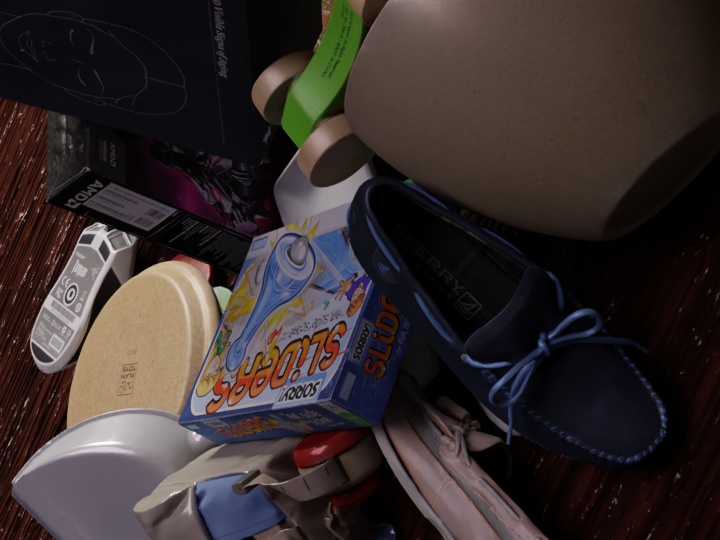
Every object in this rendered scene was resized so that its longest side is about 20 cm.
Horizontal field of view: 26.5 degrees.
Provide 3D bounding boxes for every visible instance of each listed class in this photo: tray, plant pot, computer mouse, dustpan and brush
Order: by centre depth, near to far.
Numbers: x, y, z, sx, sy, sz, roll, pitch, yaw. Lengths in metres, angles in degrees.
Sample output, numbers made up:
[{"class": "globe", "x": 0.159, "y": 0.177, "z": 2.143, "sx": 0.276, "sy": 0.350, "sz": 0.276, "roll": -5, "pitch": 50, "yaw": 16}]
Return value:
[{"class": "plant pot", "x": 0.110, "y": -0.093, "z": 0.772, "sx": 0.134, "sy": 0.200, "sz": 0.200, "roll": 49, "pitch": 117, "yaw": 19}, {"class": "tray", "x": 0.000, "y": 0.000, "z": 0.956, "sx": 0.107, "sy": 0.022, "sz": 0.200, "roll": -49, "pitch": 51, "yaw": 45}, {"class": "dustpan and brush", "x": -0.123, "y": 0.131, "z": 1.026, "sx": 0.200, "sy": 0.140, "sz": 0.057, "roll": -39, "pitch": 9, "yaw": 31}, {"class": "computer mouse", "x": -0.205, "y": -0.004, "z": 1.248, "sx": 0.110, "sy": 0.044, "sz": 0.200, "roll": 31, "pitch": 94, "yaw": 49}]

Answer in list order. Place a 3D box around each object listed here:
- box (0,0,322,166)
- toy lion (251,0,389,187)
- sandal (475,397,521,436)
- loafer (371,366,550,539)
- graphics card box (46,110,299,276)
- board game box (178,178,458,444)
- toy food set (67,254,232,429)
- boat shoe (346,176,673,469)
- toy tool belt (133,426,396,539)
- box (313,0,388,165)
[{"class": "box", "x": -0.133, "y": -0.184, "z": 0.873, "sx": 0.200, "sy": 0.196, "sz": 0.124, "roll": 92, "pitch": -162, "yaw": -58}, {"class": "toy lion", "x": 0.044, "y": -0.137, "z": 0.841, "sx": 0.069, "sy": 0.192, "sz": 0.200, "roll": 53, "pitch": 148, "yaw": 23}, {"class": "sandal", "x": 0.067, "y": 0.008, "z": 0.872, "sx": 0.050, "sy": 0.083, "sz": 0.203, "roll": -19, "pitch": 42, "yaw": -7}, {"class": "loafer", "x": 0.068, "y": 0.122, "z": 0.819, "sx": 0.063, "sy": 0.072, "sz": 0.200, "roll": -40, "pitch": 51, "yaw": 12}, {"class": "graphics card box", "x": -0.115, "y": -0.074, "z": 1.024, "sx": 0.051, "sy": 0.200, "sz": 0.126, "roll": -30, "pitch": 51, "yaw": 37}, {"class": "board game box", "x": -0.029, "y": 0.030, "z": 0.892, "sx": 0.200, "sy": 0.034, "sz": 0.135, "roll": -18, "pitch": 48, "yaw": 58}, {"class": "toy food set", "x": -0.152, "y": 0.084, "z": 1.130, "sx": 0.200, "sy": 0.049, "sz": 0.198, "roll": -31, "pitch": 52, "yaw": 42}, {"class": "boat shoe", "x": 0.067, "y": 0.030, "z": 0.760, "sx": 0.084, "sy": 0.200, "sz": 0.069, "roll": -55, "pitch": -8, "yaw": -9}, {"class": "toy tool belt", "x": -0.036, "y": 0.159, "z": 0.911, "sx": 0.200, "sy": 0.125, "sz": 0.123, "roll": -21, "pitch": 100, "yaw": 49}, {"class": "box", "x": 0.005, "y": -0.188, "z": 1.005, "sx": 0.137, "sy": 0.039, "sz": 0.200, "roll": 32, "pitch": 102, "yaw": 23}]
